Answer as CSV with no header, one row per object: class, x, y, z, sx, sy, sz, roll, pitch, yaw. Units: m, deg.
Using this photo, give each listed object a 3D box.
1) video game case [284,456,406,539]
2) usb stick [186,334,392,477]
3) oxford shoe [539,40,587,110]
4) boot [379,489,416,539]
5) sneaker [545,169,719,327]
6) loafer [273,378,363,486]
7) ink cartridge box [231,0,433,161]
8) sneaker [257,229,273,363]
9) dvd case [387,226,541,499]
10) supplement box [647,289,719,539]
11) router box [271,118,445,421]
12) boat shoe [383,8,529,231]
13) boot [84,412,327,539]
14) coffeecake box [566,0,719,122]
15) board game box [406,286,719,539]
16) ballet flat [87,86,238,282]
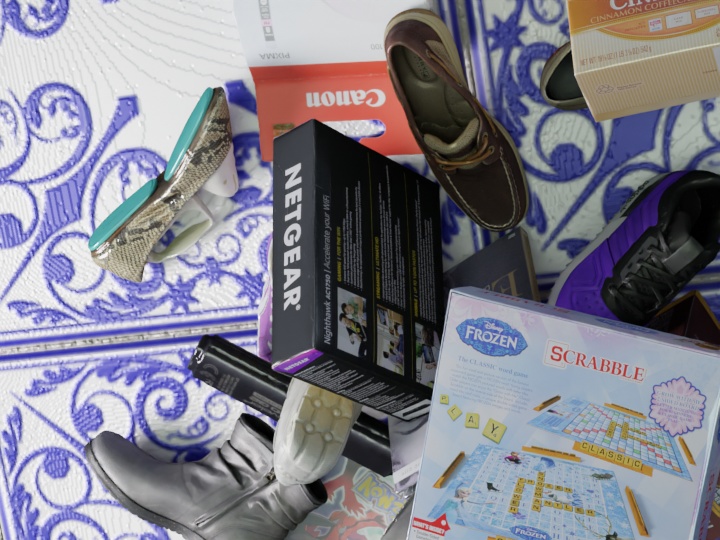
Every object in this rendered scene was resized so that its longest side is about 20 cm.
video game case,0.004,0.234,1.543,0.200,0.023,0.183,26,108,6
usb stick,-0.050,0.113,1.480,0.200,0.033,0.055,28,146,-3
oxford shoe,0.224,-0.184,1.362,0.200,0.075,0.070,-39,92,19
boot,0.127,0.173,1.261,0.182,0.073,0.200,34,101,20
sneaker,0.217,-0.004,1.342,0.070,0.099,0.200,43,69,-17
loafer,-0.022,0.085,1.430,0.070,0.200,0.070,33,144,-8
ink cartridge box,-0.019,-0.189,1.436,0.162,0.057,0.200,-2,98,14
sneaker,-0.057,0.025,1.461,0.072,0.114,0.201,11,108,10
dvd case,0.081,0.069,1.400,0.149,0.200,0.016,-32,127,23
supplement box,0.207,0.140,1.377,0.197,0.200,0.133,-32,93,18
router box,0.000,0.000,1.373,0.051,0.149,0.200,-25,54,37
boat shoe,0.073,-0.108,1.404,0.072,0.072,0.200,-19,113,18
boot,-0.131,0.170,1.534,0.200,0.070,0.132,36,108,5
coffeecake box,0.229,-0.225,1.299,0.153,0.073,0.200,-11,62,16
board game box,0.140,0.129,1.198,0.200,0.041,0.200,14,100,24
ballet flat,-0.150,-0.066,1.495,0.075,0.068,0.200,32,115,-18
